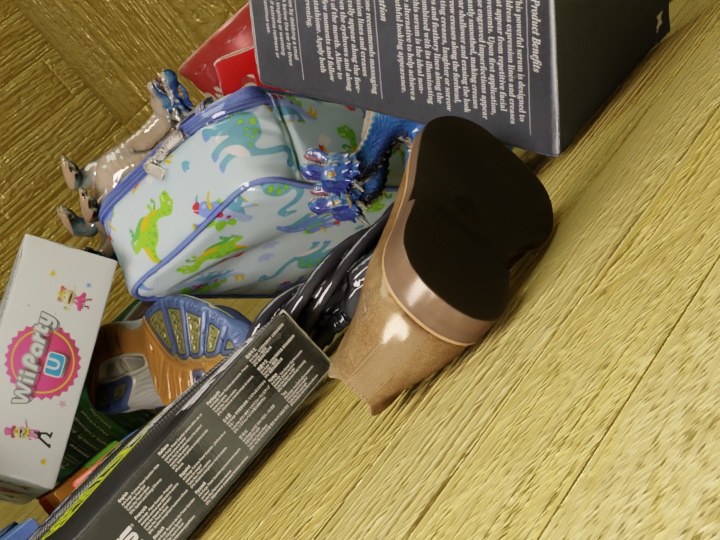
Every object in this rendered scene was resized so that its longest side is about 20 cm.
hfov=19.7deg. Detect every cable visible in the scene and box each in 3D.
[{"bbox_3d":[0.000,0.000,1.147,0.200,0.051,0.163,-42,5,11],"label":"cable"}]

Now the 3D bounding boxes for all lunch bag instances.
[{"bbox_3d":[-0.059,-0.043,1.335,0.199,0.083,0.161,0,-31,-47],"label":"lunch bag"}]

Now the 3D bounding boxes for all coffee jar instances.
[{"bbox_3d":[-0.204,0.105,1.626,0.200,0.085,0.105,-38,15,45],"label":"coffee jar"}]

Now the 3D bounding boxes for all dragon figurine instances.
[{"bbox_3d":[0.055,-0.080,1.249,0.198,0.100,0.059,-4,-19,-14],"label":"dragon figurine"},{"bbox_3d":[-0.149,-0.046,1.408,0.099,0.059,0.201,-19,-35,-22],"label":"dragon figurine"}]

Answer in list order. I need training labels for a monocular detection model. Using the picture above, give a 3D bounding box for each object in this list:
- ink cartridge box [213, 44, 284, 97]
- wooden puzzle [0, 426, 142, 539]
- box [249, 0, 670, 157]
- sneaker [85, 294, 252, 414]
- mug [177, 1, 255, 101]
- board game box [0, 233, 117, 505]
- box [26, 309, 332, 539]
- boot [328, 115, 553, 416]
[{"bbox_3d":[0.009,-0.124,1.409,0.198,0.068,0.116,-19,-21,-3],"label":"ink cartridge box"},{"bbox_3d":[-0.183,0.156,1.266,0.200,0.046,0.185,-45,6,-22],"label":"wooden puzzle"},{"bbox_3d":[0.056,-0.164,1.180,0.148,0.199,0.108,-46,-38,-43],"label":"box"},{"bbox_3d":[-0.100,0.053,1.339,0.088,0.076,0.199,-3,-1,-34],"label":"sneaker"},{"bbox_3d":[-0.025,-0.145,1.714,0.177,0.200,0.133,-37,6,38],"label":"mug"},{"bbox_3d":[-0.215,0.070,1.339,0.200,0.064,0.149,143,142,-75],"label":"board game box"},{"bbox_3d":[-0.124,0.127,1.053,0.200,0.048,0.193,-48,4,-41],"label":"box"},{"bbox_3d":[0.031,-0.007,0.894,0.076,0.073,0.200,-51,3,28],"label":"boot"}]
